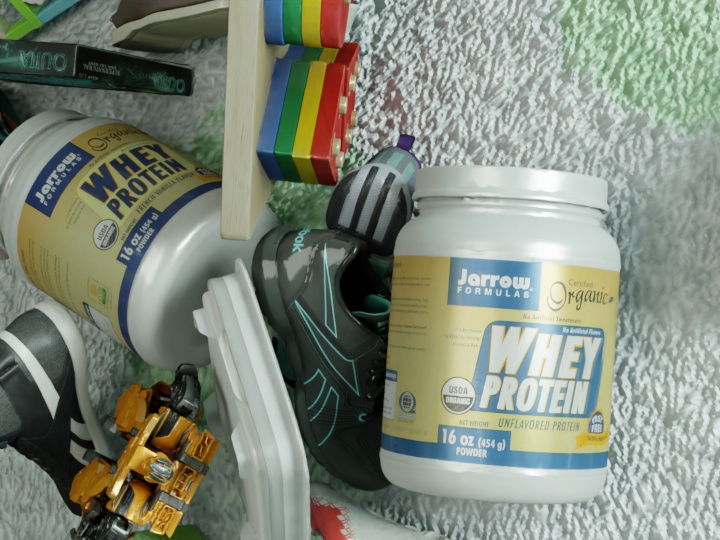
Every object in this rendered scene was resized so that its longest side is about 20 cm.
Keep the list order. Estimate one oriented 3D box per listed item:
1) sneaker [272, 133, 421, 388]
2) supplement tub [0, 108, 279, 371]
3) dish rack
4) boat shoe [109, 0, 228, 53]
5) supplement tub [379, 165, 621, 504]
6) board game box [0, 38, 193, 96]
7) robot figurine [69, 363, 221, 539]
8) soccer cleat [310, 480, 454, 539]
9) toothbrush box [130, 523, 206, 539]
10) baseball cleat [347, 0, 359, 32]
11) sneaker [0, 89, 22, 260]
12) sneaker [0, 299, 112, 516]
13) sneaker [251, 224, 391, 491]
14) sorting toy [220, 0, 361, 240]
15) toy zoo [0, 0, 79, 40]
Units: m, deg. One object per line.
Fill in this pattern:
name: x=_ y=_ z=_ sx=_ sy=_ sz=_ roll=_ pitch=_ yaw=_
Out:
sneaker: x=0.000 y=0.000 z=1.072 sx=0.074 sy=0.088 sz=0.200 roll=28 pitch=125 yaw=5
supplement tub: x=-0.174 y=-0.028 z=1.126 sx=0.200 sy=0.144 sz=0.145 roll=29 pitch=102 yaw=30
dish rack: x=-0.075 y=0.107 z=1.022 sx=0.043 sy=0.200 sz=0.172 roll=-13 pitch=57 yaw=-11
boat shoe: x=-0.130 y=-0.203 z=1.127 sx=0.200 sy=0.072 sz=0.060 roll=0 pitch=86 yaw=60
supplement tub: x=0.089 y=0.040 z=0.954 sx=0.144 sy=0.145 sz=0.200 roll=3 pitch=88 yaw=32
board game box: x=-0.251 y=-0.162 z=1.191 sx=0.200 sy=0.135 sz=0.028 roll=9 pitch=94 yaw=33
robot figurine: x=-0.152 y=0.134 z=1.060 sx=0.145 sy=0.058 sz=0.200 roll=-62 pitch=16 yaw=-10
soccer cleat: x=0.043 y=0.202 z=1.023 sx=0.085 sy=0.069 sz=0.200 roll=-48 pitch=62 yaw=5
toothbrush box: x=-0.124 y=0.307 z=1.104 sx=0.200 sy=0.086 sz=0.146 roll=41 pitch=107 yaw=29
baseball cleat: x=-0.004 y=-0.233 z=1.092 sx=0.200 sy=0.070 sz=0.107 roll=-21 pitch=89 yaw=34
sneaker: x=-0.306 y=-0.106 z=1.227 sx=0.080 sy=0.071 sz=0.200 roll=93 pitch=159 yaw=-49
sneaker: x=-0.258 y=0.125 z=1.140 sx=0.073 sy=0.112 sz=0.200 roll=28 pitch=136 yaw=39
sneaker: x=-0.007 y=0.062 z=1.007 sx=0.079 sy=0.075 sz=0.200 roll=-8 pitch=115 yaw=32
sorting toy: x=-0.039 y=-0.143 z=0.997 sx=0.069 sy=0.199 sz=0.200 roll=6 pitch=112 yaw=3
toy zoo: x=-0.261 y=-0.276 z=1.222 sx=0.200 sy=0.131 sz=0.020 roll=-26 pitch=31 yaw=29
